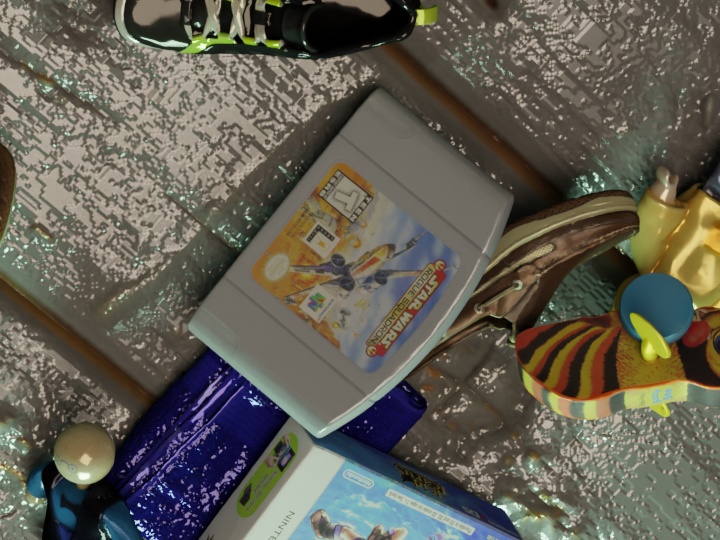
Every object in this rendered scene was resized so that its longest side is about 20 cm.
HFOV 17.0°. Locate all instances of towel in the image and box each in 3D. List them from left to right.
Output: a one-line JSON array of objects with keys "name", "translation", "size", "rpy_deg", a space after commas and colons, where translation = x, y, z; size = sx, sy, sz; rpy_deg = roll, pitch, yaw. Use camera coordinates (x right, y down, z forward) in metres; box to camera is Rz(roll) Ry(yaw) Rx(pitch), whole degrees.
[{"name": "towel", "translation": [-0.067, 0.119, 1.606], "size": [0.148, 0.050, 0.200], "rpy_deg": [40, 99, -20]}]

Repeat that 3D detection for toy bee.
[{"name": "toy bee", "translation": [0.203, 0.053, 1.522], "size": [0.200, 0.109, 0.131], "rpy_deg": [-31, 153, 16]}]

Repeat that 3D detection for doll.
[{"name": "doll", "translation": [-0.177, 0.185, 1.575], "size": [0.048, 0.136, 0.201], "rpy_deg": [-25, 131, -40]}]

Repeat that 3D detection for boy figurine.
[{"name": "boy figurine", "translation": [0.229, -0.019, 1.604], "size": [0.124, 0.064, 0.200], "rpy_deg": [41, 96, -24]}]

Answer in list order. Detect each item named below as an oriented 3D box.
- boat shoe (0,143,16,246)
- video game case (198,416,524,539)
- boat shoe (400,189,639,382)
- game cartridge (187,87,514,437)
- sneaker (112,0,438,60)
[{"name": "boat shoe", "translation": [-0.271, 0.011, 1.520], "size": [0.071, 0.076, 0.201], "rpy_deg": [26, 84, 10]}, {"name": "video game case", "translation": [-0.016, 0.209, 1.623], "size": [0.200, 0.045, 0.182], "rpy_deg": [28, 107, -34]}, {"name": "boat shoe", "translation": [0.096, 0.016, 1.577], "size": [0.202, 0.075, 0.075], "rpy_deg": [-24, 78, 7]}, {"name": "game cartridge", "translation": [0.000, 0.000, 1.538], "size": [0.133, 0.042, 0.200], "rpy_deg": [39, 90, 14]}, {"name": "sneaker", "translation": [-0.052, -0.167, 1.484], "size": [0.199, 0.083, 0.072], "rpy_deg": [-5, 111, -9]}]
